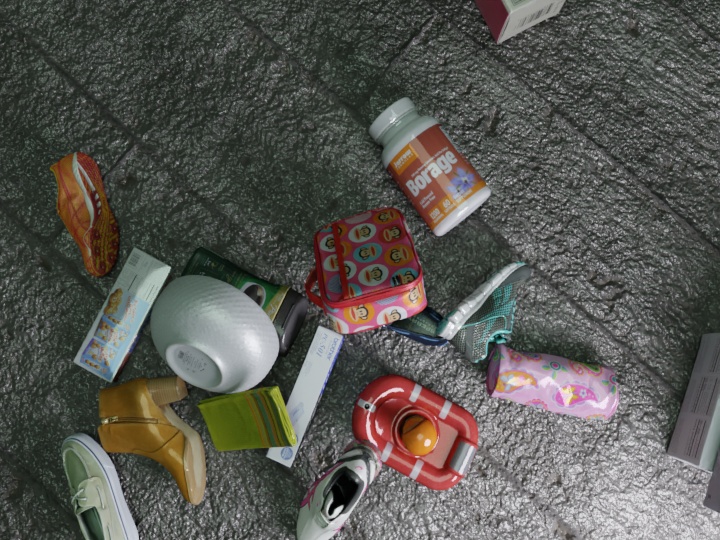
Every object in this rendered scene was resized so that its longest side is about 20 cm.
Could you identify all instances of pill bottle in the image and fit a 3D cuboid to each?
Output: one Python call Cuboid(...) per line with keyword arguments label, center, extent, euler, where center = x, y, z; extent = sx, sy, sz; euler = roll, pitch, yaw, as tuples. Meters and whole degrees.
Cuboid(label="pill bottle", center=(0.103, -0.165, 1.083), extent=(0.111, 0.112, 0.201), euler=(-37, 84, -4))

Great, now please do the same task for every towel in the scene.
Cuboid(label="towel", center=(-0.170, 0.221, 1.009), extent=(0.018, 0.198, 0.088), euler=(-21, 92, -46))

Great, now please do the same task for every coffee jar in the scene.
Cuboid(label="coffee jar", center=(-0.182, 0.051, 1.067), extent=(0.197, 0.086, 0.106), euler=(25, 68, 3))

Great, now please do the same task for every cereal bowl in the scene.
Cuboid(label="cereal bowl", center=(-0.221, 0.109, 1.003), extent=(0.197, 0.202, 0.084), euler=(23, 46, 3))

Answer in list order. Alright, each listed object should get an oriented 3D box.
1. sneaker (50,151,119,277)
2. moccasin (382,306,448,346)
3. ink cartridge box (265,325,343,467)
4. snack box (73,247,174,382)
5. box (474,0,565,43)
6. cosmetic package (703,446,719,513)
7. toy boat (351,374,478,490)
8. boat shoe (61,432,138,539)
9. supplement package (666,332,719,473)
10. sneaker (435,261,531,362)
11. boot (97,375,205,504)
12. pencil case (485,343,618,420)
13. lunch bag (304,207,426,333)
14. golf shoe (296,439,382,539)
Cuboid(label="sneaker", center=(-0.440, -0.084, 1.105), extent=(0.076, 0.073, 0.204), euler=(-20, 79, 20))
Cuboid(label="moccasin", center=(0.054, 0.053, 1.078), extent=(0.196, 0.068, 0.082), euler=(21, 83, 3))
Cuboid(label="ink cartridge box", center=(-0.081, 0.187, 1.049), extent=(0.043, 0.094, 0.204), euler=(21, 84, 2))
Cuboid(label="snack box", center=(-0.373, 0.070, 1.098), extent=(0.071, 0.024, 0.203), euler=(26, 84, 2))
Cuboid(label="box", center=(0.240, -0.502, 1.127), extent=(0.126, 0.109, 0.203), euler=(-26, 83, -3))
Cuboid(label="cosmetic package", center=(0.599, 0.263, 0.916), extent=(0.196, 0.123, 0.203), euler=(20, 84, 4))
Cuboid(label="toy boat", center=(0.081, 0.239, 1.024), extent=(0.197, 0.131, 0.132), euler=(27, 83, 3))
Cuboid(label="boat shoe", center=(-0.397, 0.341, 1.036), extent=(0.071, 0.062, 0.203), euler=(-32, 84, 20))
Cuboid(label="supplement package", center=(0.581, 0.215, 1.038), extent=(0.153, 0.111, 0.204), euler=(20, 84, 3))
Cuboid(label="sneaker", center=(0.203, 0.065, 1.055), extent=(0.199, 0.078, 0.092), euler=(-38, 83, -27))
Cuboid(label="boot", center=(-0.322, 0.267, 1.060), extent=(0.141, 0.071, 0.206), euler=(-14, 85, 7))
Cuboid(label="pencil case", center=(0.293, 0.170, 1.060), extent=(0.195, 0.087, 0.089), euler=(11, 83, 1))
Cuboid(label="lunch bag", center=(0.000, 0.000, 1.032), extent=(0.172, 0.083, 0.202), euler=(-16, 39, 2))
Cuboid(label="golf shoe", center=(-0.046, 0.335, 1.007), extent=(0.072, 0.092, 0.202), euler=(35, 112, 10))
